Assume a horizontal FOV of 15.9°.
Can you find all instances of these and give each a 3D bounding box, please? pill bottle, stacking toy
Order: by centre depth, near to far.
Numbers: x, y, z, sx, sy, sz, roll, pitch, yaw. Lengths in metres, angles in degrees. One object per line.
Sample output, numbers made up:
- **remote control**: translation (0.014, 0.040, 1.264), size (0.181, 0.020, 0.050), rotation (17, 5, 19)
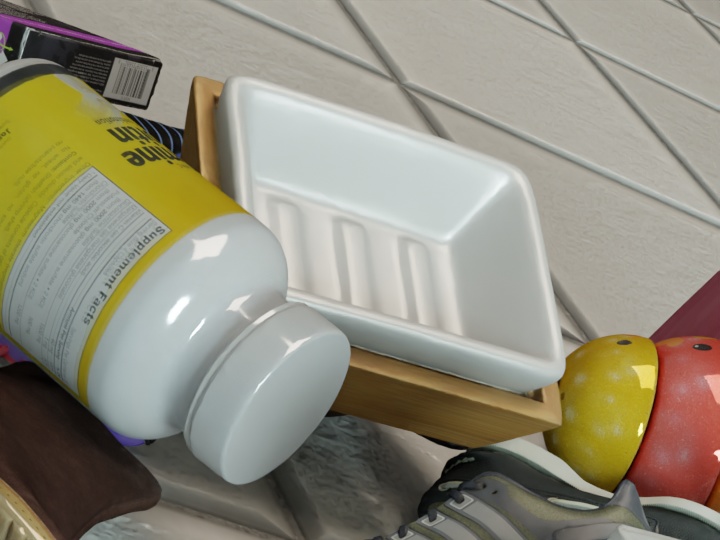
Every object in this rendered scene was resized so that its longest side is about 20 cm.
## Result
- **pill bottle**: translation (-0.103, 0.003, 1.136), size (0.200, 0.112, 0.112), rotation (38, 18, 23)
- **stacking toy**: translation (0.147, 0.080, 1.360), size (0.199, 0.147, 0.146), rotation (19, 21, -12)

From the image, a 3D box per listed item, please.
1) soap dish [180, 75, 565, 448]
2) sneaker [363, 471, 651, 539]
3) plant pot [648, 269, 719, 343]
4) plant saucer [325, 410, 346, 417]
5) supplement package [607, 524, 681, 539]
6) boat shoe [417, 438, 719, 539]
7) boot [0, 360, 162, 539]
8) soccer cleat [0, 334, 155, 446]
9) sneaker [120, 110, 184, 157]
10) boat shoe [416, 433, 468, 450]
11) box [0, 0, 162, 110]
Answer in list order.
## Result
- **soap dish**: translation (0.000, 0.000, 1.283), size (0.199, 0.081, 0.158), rotation (17, 45, -27)
- **sneaker**: translation (0.037, 0.131, 1.127), size (0.198, 0.074, 0.082), rotation (2, 64, -3)
- **plant pot**: translation (0.239, 0.085, 1.532), size (0.199, 0.180, 0.200), rotation (30, 17, -10)
- **plant saucer**: translation (-0.033, 0.010, 1.385), size (0.199, 0.032, 0.201), rotation (6, 42, -5)
- **supplement package**: translation (0.131, 0.236, 0.915), size (0.146, 0.201, 0.191), rotation (18, 22, -37)
- **boat shoe**: translation (0.121, 0.146, 1.300), size (0.199, 0.076, 0.060), rotation (16, 36, 34)
- **boot**: translation (-0.129, 0.095, 1.051), size (0.200, 0.073, 0.166), rotation (38, 20, 27)
- **soccer cleat**: translation (-0.169, 0.012, 1.240), size (0.200, 0.073, 0.068), rotation (54, -16, 14)
- **sneaker**: translation (-0.131, -0.064, 1.471), size (0.078, 0.070, 0.200), rotation (43, 20, 14)
- **boat shoe**: translation (0.009, 0.040, 1.438), size (0.072, 0.063, 0.200), rotation (-32, 54, -24)
- **box**: translation (-0.230, -0.142, 1.459), size (0.199, 0.036, 0.143), rotation (23, 7, 26)
